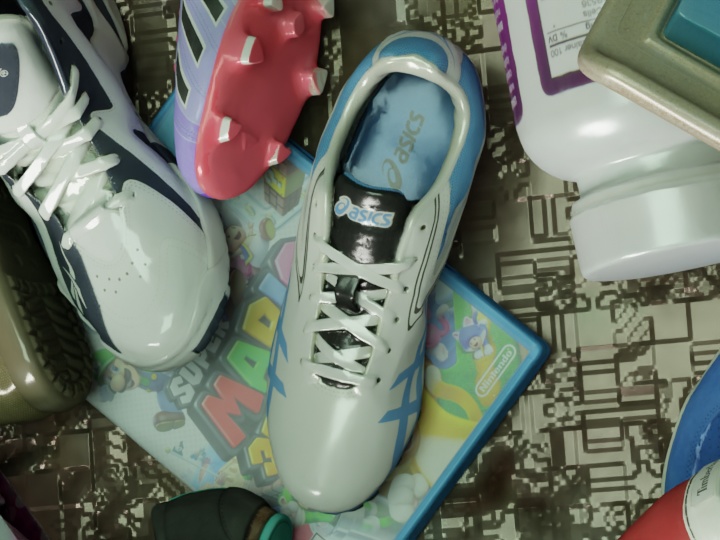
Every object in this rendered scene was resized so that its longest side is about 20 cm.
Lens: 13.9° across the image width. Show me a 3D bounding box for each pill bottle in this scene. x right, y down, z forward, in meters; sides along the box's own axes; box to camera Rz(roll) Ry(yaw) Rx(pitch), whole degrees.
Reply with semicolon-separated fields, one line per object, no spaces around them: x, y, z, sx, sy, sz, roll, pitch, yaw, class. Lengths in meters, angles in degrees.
0.109;-0.102;1.161;0.112;0.112;0.201;-12;83;18;pill bottle

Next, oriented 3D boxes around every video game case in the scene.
-0.037;0.030;1.251;0.200;0.018;0.143;39;100;17;video game case

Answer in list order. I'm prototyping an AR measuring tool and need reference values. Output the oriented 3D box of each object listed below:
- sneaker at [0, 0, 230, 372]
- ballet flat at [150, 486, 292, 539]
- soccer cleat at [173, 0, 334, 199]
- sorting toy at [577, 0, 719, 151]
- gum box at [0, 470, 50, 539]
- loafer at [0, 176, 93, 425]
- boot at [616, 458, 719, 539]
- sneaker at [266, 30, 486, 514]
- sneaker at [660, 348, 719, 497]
-0.132;-0.054;1.213;0.079;0.129;0.200;-26;67;23;sneaker
-0.079;0.186;1.205;0.068;0.068;0.201;8;74;14;ballet flat
-0.052;-0.128;1.242;0.076;0.067;0.201;7;82;34;soccer cleat
0.195;-0.099;1.086;0.185;0.037;0.200;29;55;1;sorting toy
-0.176;0.146;1.206;0.113;0.066;0.200;-44;41;-1;gum box
-0.180;-0.019;1.265;0.067;0.076;0.201;-30;65;15;loafer
0.161;0.176;1.156;0.200;0.072;0.144;48;131;-3;boot
0.000;0.000;1.194;0.072;0.072;0.201;14;93;18;sneaker
0.176;0.029;1.128;0.077;0.111;0.200;43;100;16;sneaker
